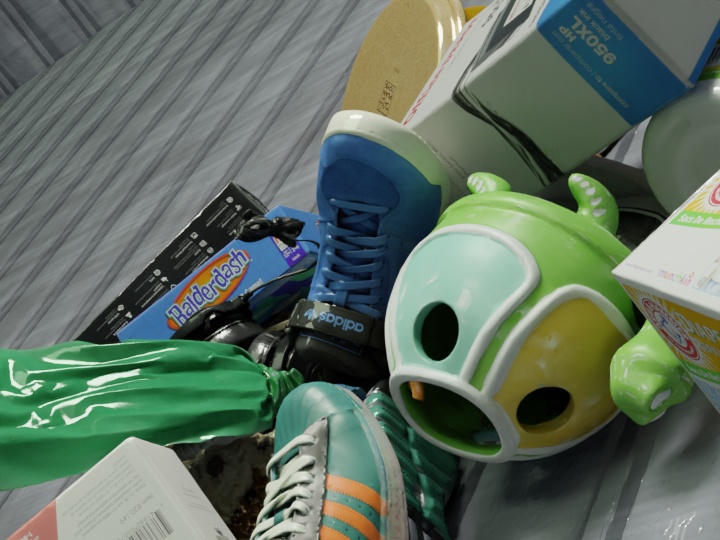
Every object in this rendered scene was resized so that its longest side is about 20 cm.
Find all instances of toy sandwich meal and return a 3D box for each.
[{"bbox_3d":[0.050,-0.115,1.377,0.205,0.070,0.207,-41,43,52],"label":"toy sandwich meal"}]

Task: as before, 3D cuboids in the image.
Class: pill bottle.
[{"bbox_3d":[0.246,-0.114,1.063,0.111,0.111,0.200,-21,26,45],"label":"pill bottle"}]

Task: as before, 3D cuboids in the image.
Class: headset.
[{"bbox_3d":[-0.079,0.060,1.214,0.094,0.123,0.202,3,-72,-60],"label":"headset"}]

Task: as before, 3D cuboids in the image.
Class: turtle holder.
[{"bbox_3d":[0.098,0.041,0.991,0.185,0.141,0.132,27,59,22],"label":"turtle holder"}]

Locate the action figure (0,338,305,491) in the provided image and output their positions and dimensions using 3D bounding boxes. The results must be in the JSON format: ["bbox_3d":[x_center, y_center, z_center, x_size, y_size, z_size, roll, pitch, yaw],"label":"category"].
[{"bbox_3d":[-0.126,0.080,1.072,0.198,0.055,0.119,-5,47,-17],"label":"action figure"}]

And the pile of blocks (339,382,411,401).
[{"bbox_3d":[0.008,0.056,1.222,0.082,0.062,0.199,-49,19,-25],"label":"pile of blocks"}]

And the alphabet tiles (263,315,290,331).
[{"bbox_3d":[0.014,0.007,1.309,0.199,0.006,0.166,-24,1,44],"label":"alphabet tiles"}]

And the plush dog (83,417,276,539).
[{"bbox_3d":[-0.088,0.152,1.124,0.170,0.161,0.201,-11,45,24],"label":"plush dog"}]

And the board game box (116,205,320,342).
[{"bbox_3d":[-0.077,0.020,1.366,0.152,0.045,0.200,-38,-12,10],"label":"board game box"}]

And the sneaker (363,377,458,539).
[{"bbox_3d":[0.003,0.136,1.034,0.087,0.074,0.200,-39,18,19],"label":"sneaker"}]

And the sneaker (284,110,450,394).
[{"bbox_3d":[0.001,0.000,1.077,0.200,0.076,0.112,84,-153,-61],"label":"sneaker"}]

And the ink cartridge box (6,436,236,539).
[{"bbox_3d":[-0.099,0.204,0.979,0.116,0.200,0.067,-39,-20,4],"label":"ink cartridge box"}]

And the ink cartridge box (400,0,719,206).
[{"bbox_3d":[0.121,-0.127,1.071,0.200,0.084,0.145,-36,16,47],"label":"ink cartridge box"}]

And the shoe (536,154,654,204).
[{"bbox_3d":[0.143,-0.052,1.190,0.091,0.072,0.199,-27,22,-39],"label":"shoe"}]

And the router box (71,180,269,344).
[{"bbox_3d":[-0.153,0.038,1.500,0.200,0.062,0.150,-47,-7,-20],"label":"router box"}]

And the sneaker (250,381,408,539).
[{"bbox_3d":[-0.024,0.138,0.919,0.071,0.080,0.201,-41,46,35],"label":"sneaker"}]

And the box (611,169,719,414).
[{"bbox_3d":[0.214,0.021,0.809,0.101,0.113,0.200,-42,17,-7],"label":"box"}]

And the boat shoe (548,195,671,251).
[{"bbox_3d":[0.113,-0.004,1.118,0.063,0.071,0.199,-29,10,-36],"label":"boat shoe"}]
